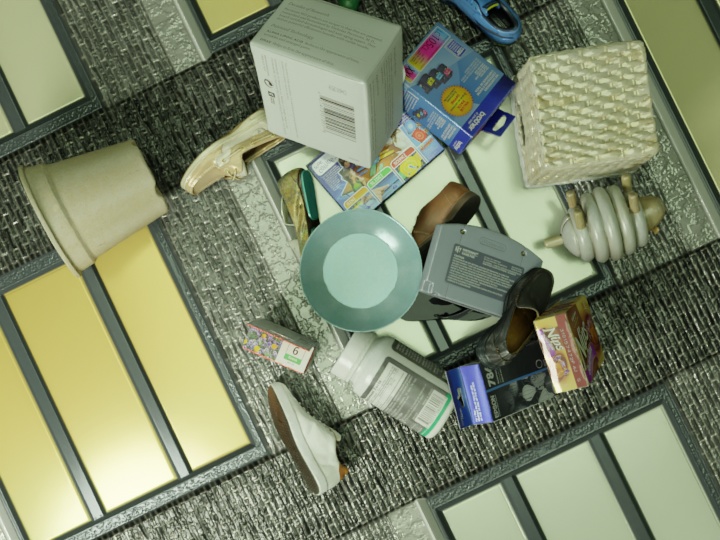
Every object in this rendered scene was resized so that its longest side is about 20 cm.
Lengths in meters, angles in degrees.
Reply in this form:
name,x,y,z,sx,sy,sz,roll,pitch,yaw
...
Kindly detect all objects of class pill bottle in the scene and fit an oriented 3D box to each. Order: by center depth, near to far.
name,x,y,z,sx,sy,sz,roll,pitch,yaw
pill bottle,0.059,0.180,1.364,0.200,0.113,0.113,32,90,2

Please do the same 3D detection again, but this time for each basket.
name,x,y,z,sx,sy,sz,roll,pitch,yaw
basket,0.363,-0.251,1.343,0.199,0.161,0.199,-8,88,-1

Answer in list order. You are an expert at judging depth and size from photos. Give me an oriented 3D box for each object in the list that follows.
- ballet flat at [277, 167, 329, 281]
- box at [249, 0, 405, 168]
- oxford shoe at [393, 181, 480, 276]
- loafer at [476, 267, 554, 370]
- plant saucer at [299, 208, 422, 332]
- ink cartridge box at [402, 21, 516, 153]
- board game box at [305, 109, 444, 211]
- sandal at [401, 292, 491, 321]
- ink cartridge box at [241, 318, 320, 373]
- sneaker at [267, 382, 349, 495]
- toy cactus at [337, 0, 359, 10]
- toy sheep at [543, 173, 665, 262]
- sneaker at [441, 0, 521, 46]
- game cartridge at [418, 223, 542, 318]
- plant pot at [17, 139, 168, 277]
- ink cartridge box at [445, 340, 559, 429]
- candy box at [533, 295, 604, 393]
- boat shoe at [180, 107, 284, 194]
name,x,y,z,sx,sy,sz,roll,pitch,yaw
ballet flat,-0.097,-0.072,1.401,0.071,0.071,0.201,-14,90,1
box,-0.046,-0.297,1.298,0.200,0.199,0.131,23,62,16
oxford shoe,0.115,-0.065,1.401,0.200,0.071,0.071,-49,58,3
loafer,0.263,0.073,1.315,0.073,0.072,0.200,39,65,-12
plant saucer,0.000,0.000,1.353,0.200,0.039,0.202,0,88,-3
ink cartridge box,0.160,-0.293,1.373,0.200,0.076,0.137,38,73,0
board game box,0.025,-0.191,1.409,0.200,0.034,0.135,-40,88,0
sandal,0.158,0.054,1.397,0.200,0.043,0.076,-11,89,-1
ink cartridge box,-0.129,0.122,1.325,0.109,0.200,0.050,23,89,2
sneaker,-0.087,0.272,1.400,0.085,0.073,0.200,-24,82,-30
toy cactus,-0.020,-0.502,1.396,0.165,0.102,0.201,-2,80,-9
toy sheep,0.398,-0.077,1.355,0.200,0.138,0.138,-14,89,14
sneaker,0.193,-0.461,1.391,0.200,0.078,0.066,42,92,3
game cartridge,0.200,0.000,1.359,0.200,0.042,0.133,19,78,-18
plant pot,-0.425,-0.117,1.355,0.183,0.200,0.201,-27,89,-11
ink cartridge box,0.235,0.184,1.347,0.200,0.039,0.100,-15,90,-33
candy box,0.335,0.112,1.316,0.056,0.200,0.117,-18,88,23
boat shoe,-0.213,-0.189,1.395,0.200,0.074,0.069,-40,83,0
